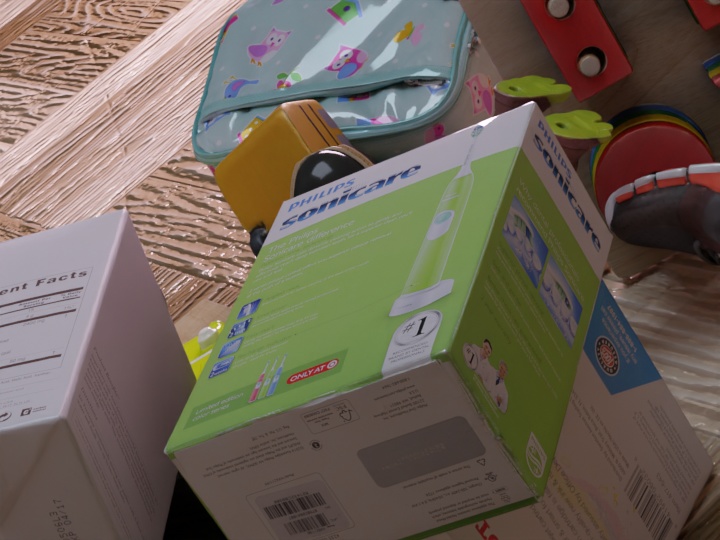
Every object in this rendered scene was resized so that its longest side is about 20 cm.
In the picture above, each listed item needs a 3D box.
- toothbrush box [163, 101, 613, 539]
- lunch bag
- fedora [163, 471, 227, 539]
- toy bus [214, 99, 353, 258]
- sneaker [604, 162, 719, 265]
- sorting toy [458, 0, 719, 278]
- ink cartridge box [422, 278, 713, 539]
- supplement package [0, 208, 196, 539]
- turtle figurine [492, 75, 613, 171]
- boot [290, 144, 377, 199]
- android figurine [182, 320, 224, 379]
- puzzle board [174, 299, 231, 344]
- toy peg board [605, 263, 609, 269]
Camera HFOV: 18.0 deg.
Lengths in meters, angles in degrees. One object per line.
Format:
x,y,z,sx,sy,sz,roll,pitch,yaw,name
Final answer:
0.018,0.030,1.007,0.145,0.086,0.201,-21,27,27,toothbrush box
-0.002,-0.115,1.406,0.199,0.077,0.161,-10,45,27,lunch bag
-0.097,0.179,1.184,0.198,0.091,0.177,-16,29,11,fedora
0.000,0.000,1.299,0.065,0.201,0.078,-41,-10,22,toy bus
0.212,-0.013,1.164,0.199,0.083,0.077,-2,-3,39,sneaker
0.185,-0.118,1.250,0.199,0.200,0.070,-29,14,10,sorting toy
0.054,0.118,1.060,0.125,0.129,0.200,-11,31,42,ink cartridge box
-0.169,0.079,1.180,0.119,0.122,0.200,-14,28,12,supplement package
0.086,-0.019,1.228,0.064,0.163,0.200,1,26,-11,turtle figurine
-0.006,0.023,1.181,0.077,0.201,0.138,-25,-13,18,boot
-0.101,0.076,1.346,0.181,0.041,0.200,-31,15,5,android figurine
-0.114,0.086,1.488,0.151,0.017,0.200,-42,24,-16,puzzle board
0.043,-0.051,1.425,0.199,0.098,0.200,-22,25,14,toy peg board
